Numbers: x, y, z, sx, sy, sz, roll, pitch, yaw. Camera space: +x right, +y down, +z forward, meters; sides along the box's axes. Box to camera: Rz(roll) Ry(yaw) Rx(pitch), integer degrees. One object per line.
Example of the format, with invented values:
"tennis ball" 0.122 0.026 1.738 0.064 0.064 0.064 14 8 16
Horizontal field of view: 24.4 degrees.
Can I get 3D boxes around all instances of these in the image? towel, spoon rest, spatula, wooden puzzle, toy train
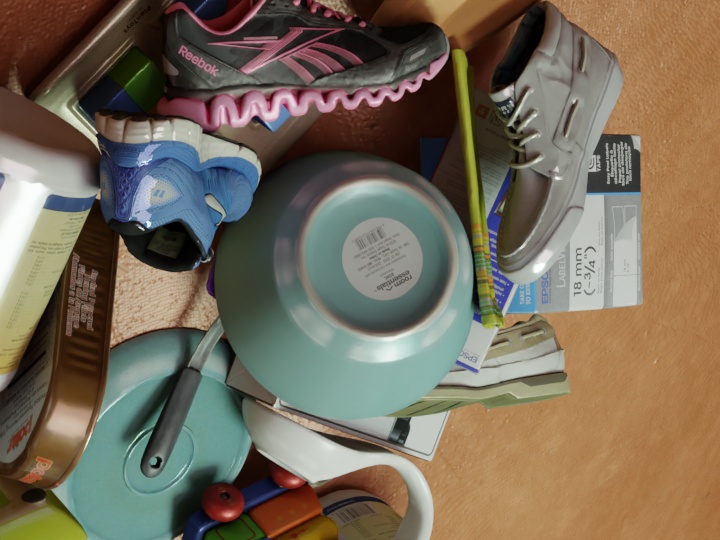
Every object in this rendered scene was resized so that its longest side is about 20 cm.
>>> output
"towel" 0.087 -0.057 1.225 0.018 0.086 0.202 -7 87 4
"spoon rest" -0.013 0.149 1.304 0.200 0.099 0.061 40 77 -32
"spatula" -0.115 0.061 1.234 0.056 0.021 0.201 26 88 -28
"wooden puzzle" -0.103 -0.120 1.142 0.185 0.046 0.200 -47 137 -6
"toy train" -0.037 0.209 1.339 0.199 0.116 0.085 -21 143 -40

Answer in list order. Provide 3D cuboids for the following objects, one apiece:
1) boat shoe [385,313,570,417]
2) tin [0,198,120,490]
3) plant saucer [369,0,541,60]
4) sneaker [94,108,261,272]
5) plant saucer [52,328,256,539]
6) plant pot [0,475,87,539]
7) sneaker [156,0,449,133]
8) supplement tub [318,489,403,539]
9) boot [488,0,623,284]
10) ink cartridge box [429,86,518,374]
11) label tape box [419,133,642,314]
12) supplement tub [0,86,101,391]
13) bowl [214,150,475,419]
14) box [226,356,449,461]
"boat shoe" 0.077 0.074 1.318 0.199 0.075 0.069 -1 76 -38
"tin" -0.198 0.041 1.072 0.042 0.202 0.112 16 145 -25
"plant saucer" 0.093 -0.205 1.177 0.199 0.038 0.200 -33 173 -4
"sneaker" -0.119 -0.044 1.045 0.200 0.078 0.090 13 85 -75
"plant saucer" -0.159 0.139 1.277 0.199 0.027 0.202 -21 128 -29
"plant pot" -0.279 0.222 1.112 0.199 0.199 0.183 -23 124 -27
"sneaker" -0.038 -0.150 1.083 0.198 0.079 0.096 -11 105 -13
"supplement tub" 0.022 0.295 1.403 0.144 0.200 0.146 -21 129 -28
"boot" 0.122 -0.097 1.218 0.095 0.073 0.201 35 63 -31
"ink cartridge box" 0.088 -0.031 1.285 0.094 0.037 0.201 25 84 -4
"label tape box" 0.143 -0.038 1.354 0.199 0.063 0.146 -3 93 -40
"supplement tub" -0.256 -0.009 1.013 0.144 0.144 0.201 16 106 -45
"bowl" 0.000 0.000 1.186 0.200 0.201 0.105 -36 178 -16
"box" -0.002 0.070 1.323 0.199 0.060 0.118 26 85 -47
